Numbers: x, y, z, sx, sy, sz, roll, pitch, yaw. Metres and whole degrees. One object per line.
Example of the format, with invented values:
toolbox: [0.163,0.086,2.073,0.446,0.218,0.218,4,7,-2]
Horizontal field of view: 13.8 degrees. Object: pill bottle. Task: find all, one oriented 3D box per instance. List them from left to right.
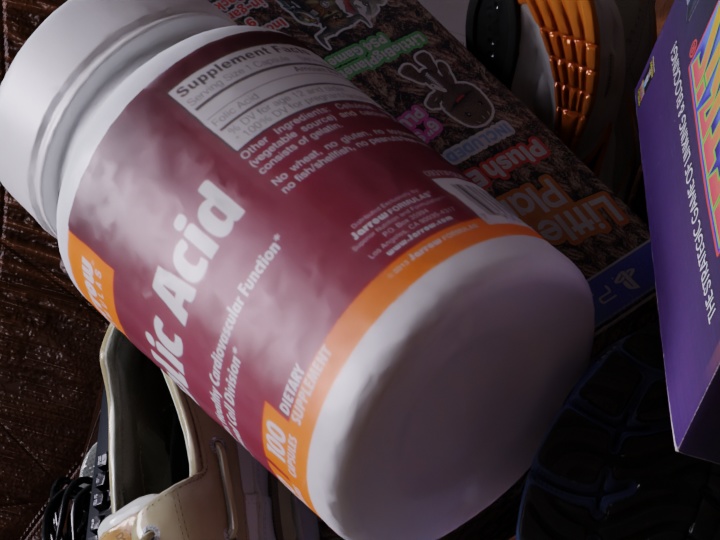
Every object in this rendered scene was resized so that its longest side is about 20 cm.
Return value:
pill bottle: [-0.028,-0.009,0.984,0.200,0.114,0.115,40,123,33]

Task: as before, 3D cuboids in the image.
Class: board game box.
board game box: [0.000,0.000,1.132,0.097,0.200,0.160,-30,-23,-38]
board game box: [0.140,-0.061,0.898,0.201,0.056,0.166,-89,18,-55]

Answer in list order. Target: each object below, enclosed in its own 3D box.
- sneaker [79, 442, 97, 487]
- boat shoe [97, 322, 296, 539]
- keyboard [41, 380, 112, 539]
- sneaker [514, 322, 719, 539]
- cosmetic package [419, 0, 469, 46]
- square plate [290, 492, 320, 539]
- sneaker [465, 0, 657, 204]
sneaker: [-0.205,0.230,2.391,0.080,0.070,0.202,34,-106,-84]
boat shoe: [-0.060,0.100,1.019,0.075,0.068,0.201,-40,42,40]
keyboard: [-0.099,0.120,1.107,0.104,0.039,0.201,-31,46,48]
sneaker: [0.073,0.113,0.970,0.078,0.075,0.201,-152,79,-83]
cosmetic package: [0.011,-0.102,1.490,0.200,0.122,0.201,123,161,-60]
square plate: [-0.063,0.157,1.091,0.198,0.028,0.201,-48,36,34]
sneaker: [0.088,-0.042,1.166,0.092,0.075,0.201,-34,-40,-45]
